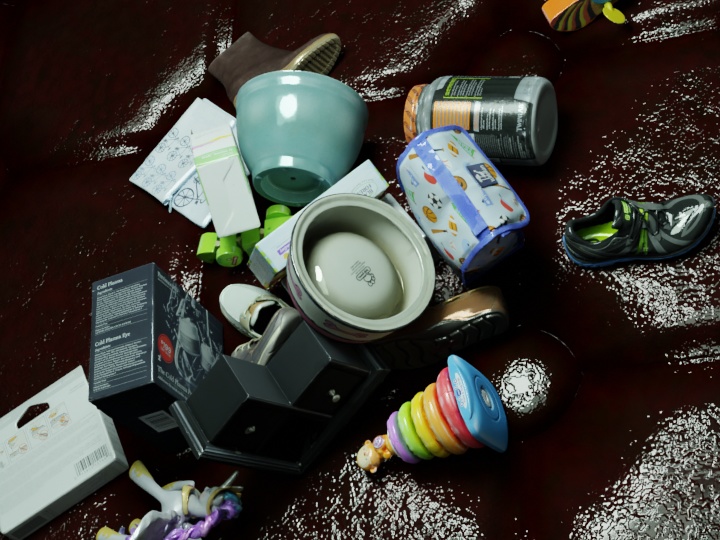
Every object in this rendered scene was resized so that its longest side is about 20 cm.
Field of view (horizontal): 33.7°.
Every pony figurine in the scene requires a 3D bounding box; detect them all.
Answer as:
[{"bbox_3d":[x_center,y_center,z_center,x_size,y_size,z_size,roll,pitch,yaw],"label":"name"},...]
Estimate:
[{"bbox_3d":[-0.252,0.341,1.549,0.198,0.167,0.194,-2,52,41],"label":"pony figurine"}]

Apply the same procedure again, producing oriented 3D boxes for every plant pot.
[{"bbox_3d":[-0.092,-0.177,1.734,0.198,0.200,0.136,-5,64,22],"label":"plant pot"}]

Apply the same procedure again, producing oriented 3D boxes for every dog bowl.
[{"bbox_3d":[-0.007,0.004,1.529,0.198,0.074,0.202,12,56,-19],"label":"dog bowl"}]

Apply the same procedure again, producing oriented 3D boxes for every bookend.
[{"bbox_3d":[-0.099,0.151,1.510,0.200,0.198,0.092,-50,52,14],"label":"bookend"}]

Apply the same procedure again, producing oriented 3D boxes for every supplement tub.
[{"bbox_3d":[0.169,-0.212,1.677,0.198,0.123,0.124,6,64,27],"label":"supplement tub"}]

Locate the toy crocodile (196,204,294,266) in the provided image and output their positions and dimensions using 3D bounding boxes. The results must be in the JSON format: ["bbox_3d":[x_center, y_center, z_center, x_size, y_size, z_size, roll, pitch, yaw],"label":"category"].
[{"bbox_3d":[-0.154,-0.046,1.774,0.198,0.062,0.068,-13,57,12],"label":"toy crocodile"}]

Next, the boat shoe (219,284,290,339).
[{"bbox_3d":[-0.133,0.065,1.688,0.199,0.068,0.075,27,75,34],"label":"boat shoe"}]

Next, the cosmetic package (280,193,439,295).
[{"bbox_3d":[0.000,0.000,1.663,0.199,0.071,0.102,-38,54,0],"label":"cosmetic package"}]

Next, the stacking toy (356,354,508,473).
[{"bbox_3d":[0.076,0.202,1.505,0.199,0.110,0.117,-28,56,21],"label":"stacking toy"}]

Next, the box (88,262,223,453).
[{"bbox_3d":[-0.276,0.123,1.639,0.103,0.200,0.184,-18,57,16],"label":"box"}]

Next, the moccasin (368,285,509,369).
[{"bbox_3d":[0.097,0.071,1.578,0.200,0.074,0.078,-26,40,14],"label":"moccasin"}]

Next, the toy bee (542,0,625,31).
[{"bbox_3d":[0.368,-0.413,1.729,0.199,0.108,0.132,-23,59,42],"label":"toy bee"}]

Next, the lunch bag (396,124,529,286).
[{"bbox_3d":[0.131,-0.089,1.546,0.123,0.200,0.171,-36,77,3],"label":"lunch bag"}]

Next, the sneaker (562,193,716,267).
[{"bbox_3d":[0.355,-0.056,1.524,0.197,0.083,0.071,-13,57,17],"label":"sneaker"}]

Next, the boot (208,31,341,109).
[{"bbox_3d":[-0.143,-0.346,1.929,0.200,0.072,0.167,-41,55,2],"label":"boot"}]

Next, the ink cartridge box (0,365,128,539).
[{"bbox_3d":[-0.451,0.265,1.733,0.199,0.045,0.177,-33,54,3],"label":"ink cartridge box"}]

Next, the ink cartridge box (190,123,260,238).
[{"bbox_3d":[-0.202,-0.141,1.759,0.067,0.118,0.200,-17,25,-4],"label":"ink cartridge box"}]

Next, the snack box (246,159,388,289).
[{"bbox_3d":[-0.062,-0.062,1.660,0.199,0.142,0.053,-38,89,-15],"label":"snack box"}]

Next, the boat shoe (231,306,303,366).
[{"bbox_3d":[-0.143,0.128,1.605,0.073,0.074,0.201,38,112,27],"label":"boat shoe"}]

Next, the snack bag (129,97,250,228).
[{"bbox_3d":[-0.256,-0.174,1.913,0.199,0.021,0.189,34,79,35],"label":"snack bag"}]
